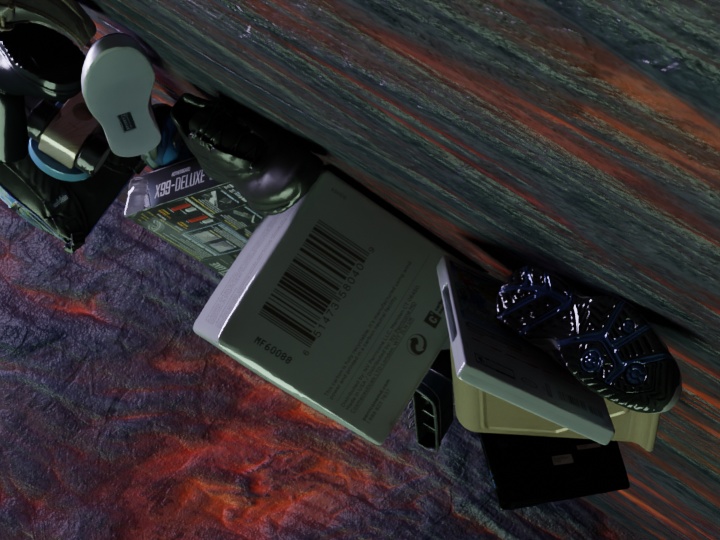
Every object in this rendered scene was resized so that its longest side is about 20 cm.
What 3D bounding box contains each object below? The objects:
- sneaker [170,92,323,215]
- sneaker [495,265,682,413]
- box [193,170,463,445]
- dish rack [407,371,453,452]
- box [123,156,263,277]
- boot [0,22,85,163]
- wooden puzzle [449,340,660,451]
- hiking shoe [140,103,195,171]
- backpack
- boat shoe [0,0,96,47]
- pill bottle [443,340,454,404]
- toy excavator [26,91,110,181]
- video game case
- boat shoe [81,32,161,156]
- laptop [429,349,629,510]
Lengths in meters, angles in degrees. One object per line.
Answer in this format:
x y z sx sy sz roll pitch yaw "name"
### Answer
-0.115 -0.113 1.528 0.200 0.076 0.091 23 163 47 "sneaker"
0.198 0.058 1.337 0.077 0.076 0.200 29 -173 -41 "sneaker"
-0.025 0.033 1.614 0.200 0.199 0.171 34 174 -14 "box"
0.021 0.110 1.849 0.200 0.055 0.154 33 157 20 "dish rack"
-0.128 -0.053 1.756 0.157 0.050 0.200 -15 147 36 "box"
-0.373 -0.189 1.799 0.200 0.076 0.168 35 135 30 "boot"
0.186 0.114 1.554 0.199 0.037 0.185 7 152 9 "wooden puzzle"
-0.164 -0.124 1.758 0.086 0.075 0.200 8 166 29 "hiking shoe"
-0.421 -0.155 2.207 0.200 0.183 0.147 40 170 -21 "backpack"
-0.334 -0.252 1.506 0.200 0.073 0.075 31 174 14 "boat shoe"
0.078 0.097 1.975 0.120 0.120 0.200 36 173 -28 "pill bottle"
-0.339 -0.168 2.002 0.100 0.195 0.200 32 146 -2 "toy excavator"
0.138 0.064 1.396 0.143 0.018 0.200 25 -157 -14 "video game case"
-0.238 -0.183 1.590 0.200 0.073 0.066 101 153 -65 "boat shoe"
0.165 0.159 1.734 0.177 0.201 0.103 -4 160 -33 "laptop"
